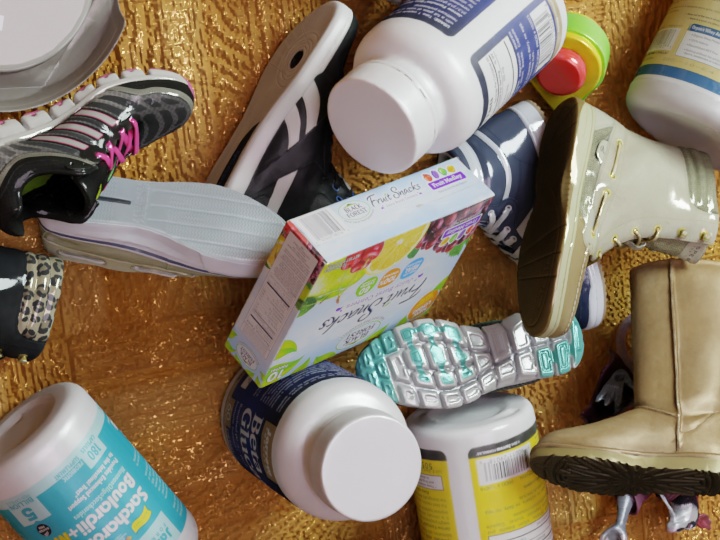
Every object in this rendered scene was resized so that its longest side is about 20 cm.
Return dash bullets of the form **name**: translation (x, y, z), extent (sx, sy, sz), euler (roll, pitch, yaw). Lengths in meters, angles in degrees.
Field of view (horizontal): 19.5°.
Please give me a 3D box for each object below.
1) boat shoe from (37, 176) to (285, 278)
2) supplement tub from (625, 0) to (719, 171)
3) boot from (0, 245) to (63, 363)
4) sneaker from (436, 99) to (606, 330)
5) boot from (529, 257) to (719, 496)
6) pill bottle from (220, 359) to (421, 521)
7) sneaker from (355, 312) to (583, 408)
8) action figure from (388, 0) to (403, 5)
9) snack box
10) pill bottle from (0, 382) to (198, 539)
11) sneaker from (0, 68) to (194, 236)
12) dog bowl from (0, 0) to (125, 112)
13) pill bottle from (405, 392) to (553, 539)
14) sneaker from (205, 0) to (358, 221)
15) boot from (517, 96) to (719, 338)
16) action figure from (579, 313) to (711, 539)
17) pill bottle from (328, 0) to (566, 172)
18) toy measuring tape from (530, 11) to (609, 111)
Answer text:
- **boat shoe**: translation (-0.150, -0.028, 1.607), extent (0.199, 0.062, 0.072), euler (13, 53, -1)
- **supplement tub**: translation (0.326, -0.194, 1.751), extent (0.144, 0.145, 0.201), euler (31, 82, -24)
- **boot**: translation (-0.318, 0.061, 1.572), extent (0.153, 0.073, 0.204), euler (16, 94, -27)
- **sneaker**: translation (0.127, -0.030, 1.739), extent (0.108, 0.070, 0.201), euler (-24, 100, -22)
- **boot**: translation (0.230, 0.085, 1.720), extent (0.174, 0.066, 0.201), euler (5, 58, 1)
- **pill bottle**: translation (-0.029, 0.131, 1.631), extent (0.111, 0.200, 0.112), euler (-4, 100, -22)
- **sneaker**: translation (0.083, 0.079, 1.729), extent (0.199, 0.091, 0.078), euler (-5, 77, -23)
- **action figure**: translation (0.020, -0.309, 1.659), extent (0.200, 0.104, 0.194), euler (-24, 116, -46)
- **snack box**: translation (0.000, 0.000, 1.623), extent (0.200, 0.053, 0.142), euler (-22, 152, -43)
- **pill bottle**: translation (-0.200, 0.191, 1.619), extent (0.111, 0.111, 0.200), euler (-43, 111, -11)
- **sneaker**: translation (-0.203, -0.082, 1.555), extent (0.199, 0.088, 0.074), euler (-24, 151, -23)
- **dog bowl**: translation (-0.271, -0.220, 1.552), extent (0.199, 0.059, 0.201), euler (-4, 100, -21)
- **pill bottle**: translation (0.103, 0.211, 1.747), extent (0.111, 0.111, 0.201), euler (-13, 103, -20)
- **sneaker**: translation (-0.036, -0.106, 1.666), extent (0.112, 0.073, 0.200), euler (30, 95, -27)
- **boot**: translation (0.212, -0.026, 1.699), extent (0.154, 0.072, 0.201), euler (19, 71, -24)
- **action figure**: translation (0.257, 0.153, 1.827), extent (0.133, 0.149, 0.200), euler (-16, 127, 12)
- **pill bottle**: translation (0.064, -0.161, 1.620), extent (0.200, 0.111, 0.111), euler (-43, 114, -38)
- **toy measuring tape**: translation (0.195, -0.152, 1.746), extent (0.074, 0.074, 0.200), euler (-46, 111, -10)
